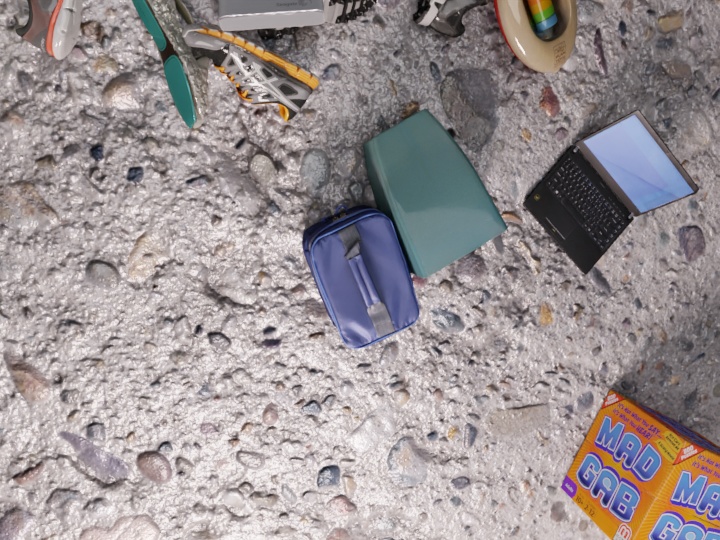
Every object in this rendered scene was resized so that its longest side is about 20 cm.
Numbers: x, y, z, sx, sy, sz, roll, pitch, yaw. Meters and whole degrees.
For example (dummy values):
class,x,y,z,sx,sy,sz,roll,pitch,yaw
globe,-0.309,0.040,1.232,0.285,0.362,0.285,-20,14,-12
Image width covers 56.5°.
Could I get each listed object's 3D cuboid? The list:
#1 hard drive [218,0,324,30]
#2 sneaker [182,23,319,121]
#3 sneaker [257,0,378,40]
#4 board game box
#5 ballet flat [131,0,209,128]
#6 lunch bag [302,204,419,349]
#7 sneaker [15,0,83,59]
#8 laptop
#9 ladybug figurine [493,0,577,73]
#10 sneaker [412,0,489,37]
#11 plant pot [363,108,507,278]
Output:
class,x,y,z,sx,sy,sz,roll,pitch,yaw
hard drive,-0.116,-0.398,0.854,0.128,0.027,0.205,-5,68,-2
sneaker,-0.149,-0.267,0.902,0.197,0.078,0.078,20,108,-31
sneaker,-0.064,-0.381,0.908,0.196,0.067,0.092,-23,77,-22
board game box,0.507,0.364,1.137,0.197,0.200,0.204,25,96,-18
ballet flat,-0.238,-0.297,0.894,0.070,0.072,0.204,-23,106,-8
lunch bag,0.000,0.000,0.976,0.133,0.132,0.204,-24,107,-7
sneaker,-0.385,-0.376,0.837,0.080,0.077,0.205,17,97,-10
laptop,0.394,-0.116,1.063,0.177,0.103,0.201,42,90,-17
ladybug figurine,0.250,-0.385,0.980,0.134,0.072,0.204,-31,113,-20
sneaker,0.157,-0.428,0.963,0.089,0.067,0.203,26,98,-20
plant pot,0.093,-0.118,0.974,0.139,0.141,0.203,-28,99,-6
